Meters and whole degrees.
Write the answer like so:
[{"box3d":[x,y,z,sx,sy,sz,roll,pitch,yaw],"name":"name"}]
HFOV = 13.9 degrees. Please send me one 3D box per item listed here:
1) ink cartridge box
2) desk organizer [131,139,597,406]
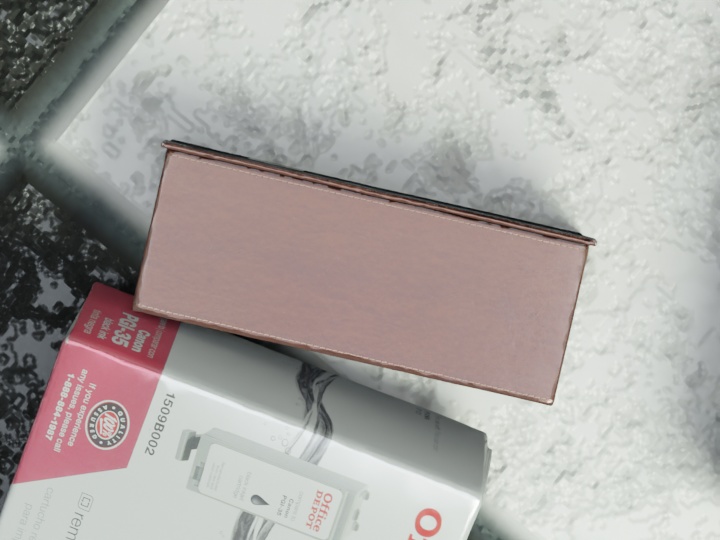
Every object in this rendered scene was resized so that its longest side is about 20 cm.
[{"box3d":[-0.056,0.113,1.328,0.199,0.083,0.147,21,106,-2],"name":"ink cartridge box"},{"box3d":[0.000,0.000,1.340,0.199,0.072,0.077,13,92,-2],"name":"desk organizer"}]
